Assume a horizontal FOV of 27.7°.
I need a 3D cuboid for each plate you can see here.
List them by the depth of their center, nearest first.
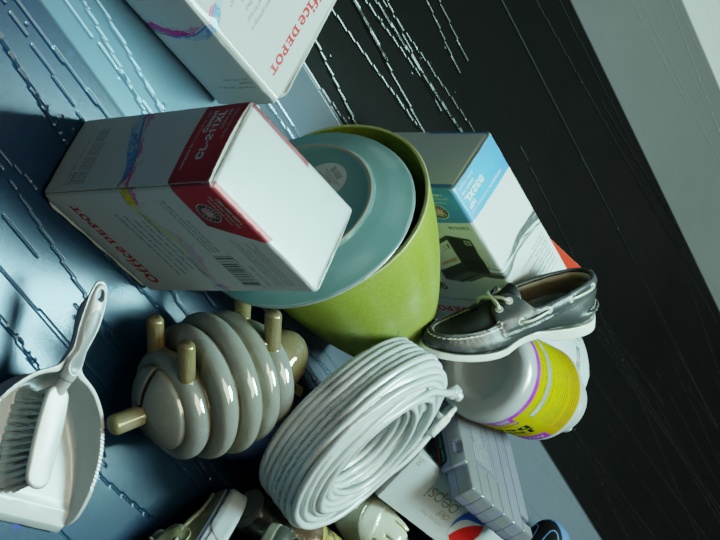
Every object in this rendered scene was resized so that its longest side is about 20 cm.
[{"bbox_3d":[-0.051,-0.053,1.272,0.201,0.199,0.026,-59,145,-28],"label":"plate"}]

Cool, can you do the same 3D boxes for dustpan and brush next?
[{"bbox_3d":[-0.247,0.104,1.166,0.139,0.057,0.201,25,73,-46],"label":"dustpan and brush"}]

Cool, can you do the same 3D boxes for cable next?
[{"bbox_3d":[-0.004,0.146,1.330,0.200,0.069,0.200,-45,159,-3],"label":"cable"}]

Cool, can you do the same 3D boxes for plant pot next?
[{"bbox_3d":[0.000,0.000,1.368,0.188,0.186,0.200,-62,148,-25],"label":"plant pot"}]

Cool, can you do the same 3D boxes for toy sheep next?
[{"bbox_3d":[-0.129,0.096,1.249,0.199,0.138,0.139,-16,104,-32],"label":"toy sheep"}]

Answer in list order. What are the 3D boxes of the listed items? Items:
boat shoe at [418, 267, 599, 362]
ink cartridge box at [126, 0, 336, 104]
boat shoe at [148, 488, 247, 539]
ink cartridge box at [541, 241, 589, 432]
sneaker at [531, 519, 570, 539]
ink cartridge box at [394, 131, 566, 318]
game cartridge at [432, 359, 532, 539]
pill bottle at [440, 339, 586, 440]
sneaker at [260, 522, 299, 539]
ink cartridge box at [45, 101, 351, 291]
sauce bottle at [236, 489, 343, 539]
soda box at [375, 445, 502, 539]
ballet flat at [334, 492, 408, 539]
[{"bbox_3d":[0.145,0.040,1.401,0.199,0.074,0.061,-9,118,-25],"label":"boat shoe"},{"bbox_3d":[-0.122,-0.260,1.266,0.200,0.084,0.145,47,59,-37],"label":"ink cartridge box"},{"bbox_3d":[-0.165,0.256,1.264,0.062,0.072,0.200,32,45,3],"label":"boat shoe"},{"bbox_3d":[0.218,0.064,1.693,0.162,0.057,0.201,38,70,-42],"label":"ink cartridge box"},{"bbox_3d":[0.173,0.355,1.641,0.200,0.070,0.078,-58,137,-27],"label":"sneaker"},{"bbox_3d":[0.099,-0.040,1.480,0.084,0.145,0.200,-56,130,-29],"label":"ink cartridge box"},{"bbox_3d":[0.118,0.177,1.526,0.130,0.038,0.201,38,29,-38],"label":"game cartridge"},{"bbox_3d":[0.168,0.120,1.524,0.200,0.104,0.105,25,73,-57],"label":"pill bottle"},{"bbox_3d":[-0.033,0.309,1.315,0.075,0.106,0.201,-58,148,-44],"label":"sneaker"},{"bbox_3d":[-0.133,-0.055,1.182,0.146,0.199,0.083,46,57,-40],"label":"ink cartridge box"},{"bbox_3d":[-0.045,0.276,1.396,0.200,0.065,0.065,43,62,-35],"label":"sauce bottle"},{"bbox_3d":[0.078,0.235,1.516,0.064,0.068,0.200,-45,131,3],"label":"soda box"},{"bbox_3d":[0.031,0.281,1.484,0.067,0.063,0.201,-47,125,-36],"label":"ballet flat"}]
